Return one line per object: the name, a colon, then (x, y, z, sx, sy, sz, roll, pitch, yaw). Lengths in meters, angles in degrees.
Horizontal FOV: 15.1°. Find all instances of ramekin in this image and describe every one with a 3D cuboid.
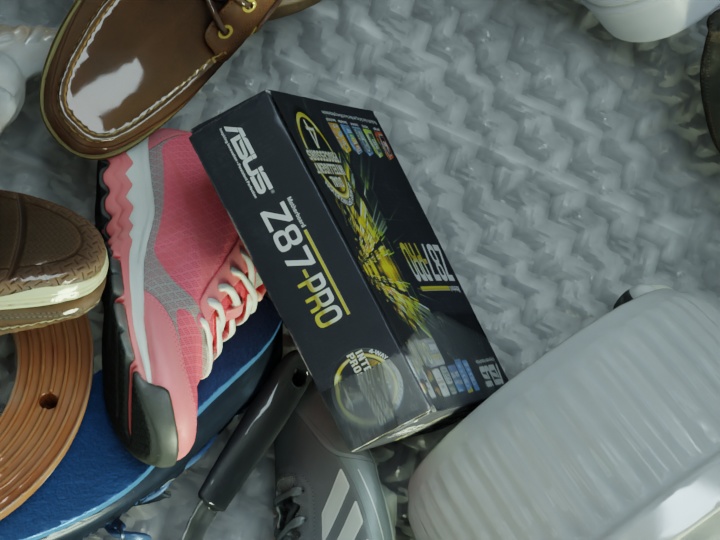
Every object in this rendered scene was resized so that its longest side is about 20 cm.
ramekin: (0.115, 0.098, 1.272, 0.200, 0.200, 0.105, -31, 75, -25)

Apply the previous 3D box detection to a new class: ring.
ring: (-0.220, 0.049, 1.228, 0.200, 0.019, 0.201, 0, 53, 0)

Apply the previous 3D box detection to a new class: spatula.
spatula: (-0.075, 0.123, 1.256, 0.056, 0.021, 0.200, 38, 74, -37)

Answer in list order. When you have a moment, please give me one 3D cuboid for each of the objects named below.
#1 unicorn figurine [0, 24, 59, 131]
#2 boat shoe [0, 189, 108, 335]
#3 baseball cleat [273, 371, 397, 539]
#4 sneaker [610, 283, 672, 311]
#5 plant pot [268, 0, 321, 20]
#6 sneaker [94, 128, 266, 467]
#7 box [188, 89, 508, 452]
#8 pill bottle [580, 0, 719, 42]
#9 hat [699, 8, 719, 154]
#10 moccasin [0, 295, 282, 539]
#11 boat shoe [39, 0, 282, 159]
unicorn figurine: (-0.198, -0.071, 1.266, 0.199, 0.074, 0.138, 7, 37, -5)
boat shoe: (-0.206, 0.010, 1.200, 0.202, 0.075, 0.075, 2, 39, 12)
baseball cleat: (-0.024, 0.149, 1.272, 0.106, 0.070, 0.201, -15, 78, -23)
sneaker: (0.203, 0.084, 1.379, 0.200, 0.075, 0.081, 49, 46, 2)
plant pot: (-0.082, -0.207, 1.353, 0.200, 0.093, 0.202, 6, 70, -17)
sneaker: (-0.076, 0.002, 1.240, 0.086, 0.074, 0.200, -1, 47, -8)
box: (0.000, 0.000, 1.263, 0.049, 0.200, 0.162, -26, 83, 12)
pill bottle: (0.112, -0.216, 1.375, 0.200, 0.114, 0.114, 48, 60, -33)
hat: (0.220, -0.104, 1.402, 0.081, 0.201, 0.201, 7, 67, 18)
moccasin: (-0.105, 0.086, 1.257, 0.200, 0.068, 0.080, -33, 58, -29)
boat shoe: (-0.072, -0.136, 1.246, 0.072, 0.068, 0.200, 44, 76, -8)
